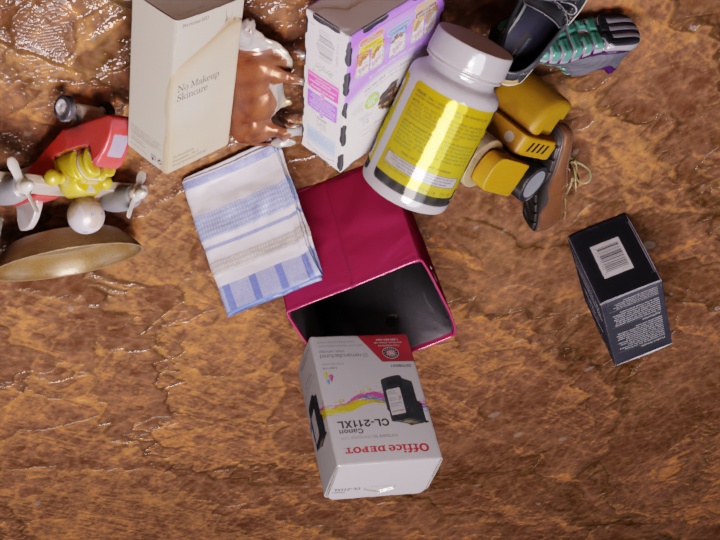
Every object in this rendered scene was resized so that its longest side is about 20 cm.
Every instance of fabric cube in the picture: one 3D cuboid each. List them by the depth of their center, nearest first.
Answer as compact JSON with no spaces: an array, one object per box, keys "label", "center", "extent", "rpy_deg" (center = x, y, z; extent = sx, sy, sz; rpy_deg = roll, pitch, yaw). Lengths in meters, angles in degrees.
[{"label":"fabric cube","center":[0.000,0.000,1.425],"extent":[0.199,0.200,0.196],"rpy_deg":[-21,140,7]}]

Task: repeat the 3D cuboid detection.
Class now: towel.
[{"label":"towel","center":[-0.143,-0.057,1.325],"extent":[0.146,0.201,0.024],"rpy_deg":[-21,171,9]}]

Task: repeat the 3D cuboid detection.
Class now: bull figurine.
[{"label":"bull figurine","center":[-0.111,-0.226,1.215],"extent":[0.121,0.065,0.200],"rpy_deg":[10,142,-1]}]

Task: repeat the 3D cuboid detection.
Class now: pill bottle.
[{"label":"pill bottle","center":[0.091,-0.177,1.179],"extent":[0.114,0.114,0.201],"rpy_deg":[11,118,-30]}]

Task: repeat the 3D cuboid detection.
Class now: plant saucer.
[{"label":"plant saucer","center":[-0.389,-0.026,1.335],"extent":[0.199,0.036,0.200],"rpy_deg":[-12,174,-1]}]

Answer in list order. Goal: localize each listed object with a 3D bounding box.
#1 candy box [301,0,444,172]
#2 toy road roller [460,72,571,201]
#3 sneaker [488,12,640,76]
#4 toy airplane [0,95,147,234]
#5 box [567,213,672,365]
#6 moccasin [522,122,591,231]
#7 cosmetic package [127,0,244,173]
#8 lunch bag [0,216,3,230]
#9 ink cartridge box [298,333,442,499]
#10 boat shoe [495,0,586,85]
[{"label":"candy box","center":[0.014,-0.241,1.182],"extent":[0.168,0.071,0.201],"rpy_deg":[-38,152,-31]},{"label":"toy road roller","center":[0.183,-0.186,1.309],"extent":[0.200,0.123,0.146],"rpy_deg":[-1,128,-56]},{"label":"sneaker","center":[0.253,-0.274,1.290],"extent":[0.199,0.075,0.088],"rpy_deg":[-2,150,-11]},{"label":"toy airplane","center":[-0.359,-0.101,1.226],"extent":[0.199,0.142,0.199],"rpy_deg":[-22,163,-14]},{"label":"box","center":[0.425,0.034,1.653],"extent":[0.104,0.148,0.200],"rpy_deg":[-22,142,7]},{"label":"moccasin","center":[0.285,-0.135,1.462],"extent":[0.077,0.074,0.202],"rpy_deg":[-19,139,-11]},{"label":"cosmetic package","center":[-0.197,-0.220,1.131],"extent":[0.103,0.073,0.201],"rpy_deg":[-35,152,-38]},{"label":"lunch bag","center":[-0.555,-0.031,1.263],"extent":[0.163,0.118,0.200],"rpy_deg":[17,136,-32]},{"label":"ink cartridge box","center":[0.010,0.189,1.336],"extent":[0.145,0.201,0.083],"rpy_deg":[0,139,-19]},{"label":"boat shoe","center":[0.218,-0.308,1.190],"extent":[0.074,0.062,0.200],"rpy_deg":[33,98,-2]}]
